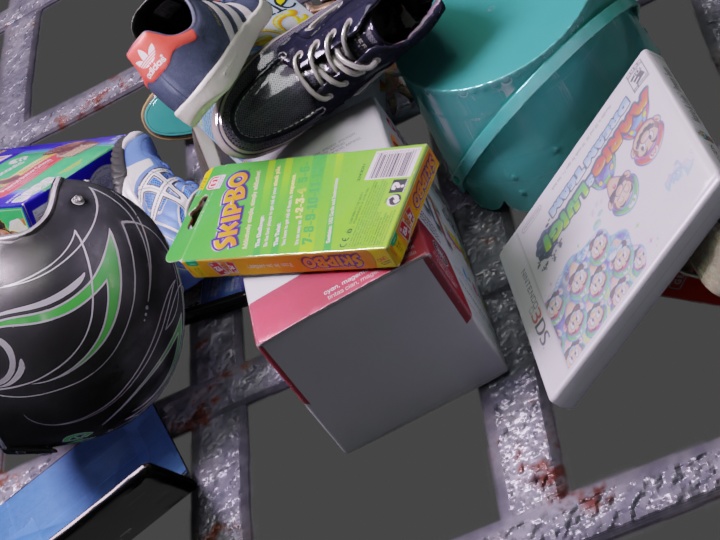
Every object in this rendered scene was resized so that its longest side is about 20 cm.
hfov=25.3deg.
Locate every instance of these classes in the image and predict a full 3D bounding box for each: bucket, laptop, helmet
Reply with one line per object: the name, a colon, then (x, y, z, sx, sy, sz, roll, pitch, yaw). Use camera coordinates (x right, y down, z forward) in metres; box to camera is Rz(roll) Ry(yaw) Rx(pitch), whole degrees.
bucket: (0.133, -0.164, 1.284, 0.206, 0.135, 0.208, -21, 44, 21)
laptop: (-0.238, 0.179, 1.256, 0.187, 0.200, 0.116, -39, 73, 0)
helmet: (-0.232, 0.033, 1.279, 0.190, 0.201, 0.200, -27, 38, -11)

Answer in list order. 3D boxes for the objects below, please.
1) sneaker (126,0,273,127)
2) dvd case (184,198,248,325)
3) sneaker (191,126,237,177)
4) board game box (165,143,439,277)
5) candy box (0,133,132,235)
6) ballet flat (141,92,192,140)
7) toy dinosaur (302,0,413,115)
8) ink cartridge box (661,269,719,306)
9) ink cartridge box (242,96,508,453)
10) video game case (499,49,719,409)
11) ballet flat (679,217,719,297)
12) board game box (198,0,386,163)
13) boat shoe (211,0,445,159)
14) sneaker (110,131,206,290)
sneaker: (-0.125, -0.185, 1.223, 0.075, 0.084, 0.200, -46, 14, 22)
dvd case: (-0.176, 0.000, 1.450, 0.199, 0.018, 0.143, -17, 45, 22)
sneaker: (-0.073, -0.073, 1.392, 0.106, 0.075, 0.201, -17, 48, -9)
board game box: (-0.045, -0.041, 1.158, 0.199, 0.030, 0.096, -1, 51, 32)
candy box: (-0.325, -0.061, 1.525, 0.199, 0.077, 0.169, -4, 24, 34)
ballet flat: (-0.121, -0.189, 1.567, 0.199, 0.069, 0.063, -28, 13, 8)
toy dinosaur: (0.016, -0.208, 1.462, 0.135, 0.086, 0.200, 13, 43, 30)
ink cartridge box: (0.315, -0.057, 1.121, 0.173, 0.044, 0.201, 12, 61, 41)
ink cartridge box: (0.000, 0.000, 1.220, 0.144, 0.145, 0.201, -29, 41, 10)
video game case: (0.174, -0.032, 1.128, 0.200, 0.024, 0.182, -57, 24, 26)
ballet flat: (0.228, -0.034, 1.126, 0.200, 0.067, 0.063, -107, 31, -71)
board game box: (-0.072, -0.154, 1.361, 0.103, 0.105, 0.200, -22, 42, -23)
boat shoe: (-0.025, -0.160, 1.206, 0.200, 0.075, 0.093, -43, 12, -14)
sneaker: (-0.171, -0.054, 1.436, 0.077, 0.076, 0.201, -26, 50, 3)
